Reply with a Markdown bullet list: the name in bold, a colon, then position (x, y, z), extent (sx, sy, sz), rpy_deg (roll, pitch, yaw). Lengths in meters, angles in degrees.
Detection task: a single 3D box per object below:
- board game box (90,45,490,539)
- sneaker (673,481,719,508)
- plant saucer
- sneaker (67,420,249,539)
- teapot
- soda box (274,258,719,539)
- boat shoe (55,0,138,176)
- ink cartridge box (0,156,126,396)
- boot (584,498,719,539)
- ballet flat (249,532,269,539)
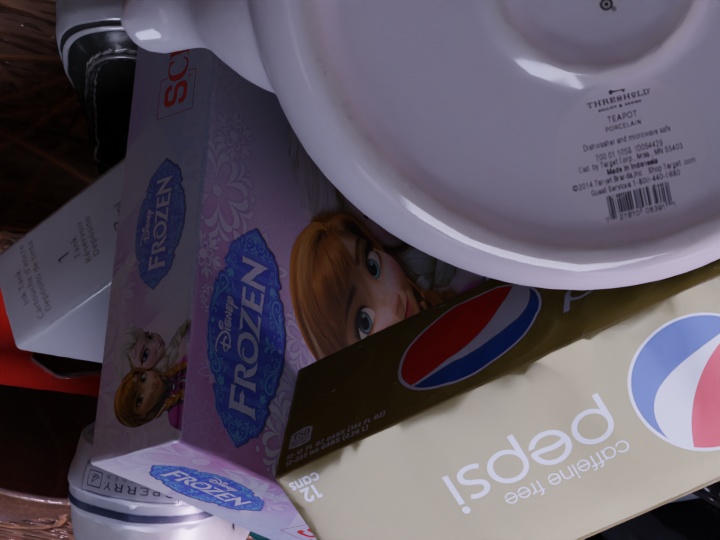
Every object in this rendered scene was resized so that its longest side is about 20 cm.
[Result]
- **board game box**: position (0.000, 0.000, 0.920), extent (0.041, 0.201, 0.199), rpy_deg (-16, 150, 37)
- **sneaker**: position (0.142, 0.083, 0.878), extent (0.083, 0.121, 0.200), rpy_deg (20, 152, -31)
- **plant saucer**: position (-0.177, 0.039, 1.062), extent (0.200, 0.201, 0.037), rpy_deg (22, 113, -34)
- **sneaker**: position (-0.067, 0.083, 0.958), extent (0.073, 0.071, 0.200), rpy_deg (11, -174, 11)
- **teapot**: position (0.062, -0.095, 0.769), extent (0.200, 0.198, 0.146), rpy_deg (32, -171, -8)
- **soda box**: position (0.077, 0.030, 0.802), extent (0.199, 0.068, 0.064), rpy_deg (-25, 113, 18)
- **boat shoe**: position (-0.063, -0.042, 1.002), extent (0.070, 0.064, 0.200), rpy_deg (-3, 155, 15)
- **ink cartridge box**: position (-0.061, 0.023, 1.015), extent (0.173, 0.044, 0.200), rpy_deg (-35, 152, 31)
- **boot**: position (0.127, 0.117, 1.043), extent (0.200, 0.066, 0.165), rpy_deg (23, 163, 46)
- **ballet flat**: position (-0.006, 0.081, 1.110), extent (0.072, 0.072, 0.200), rpy_deg (12, 174, -17)
